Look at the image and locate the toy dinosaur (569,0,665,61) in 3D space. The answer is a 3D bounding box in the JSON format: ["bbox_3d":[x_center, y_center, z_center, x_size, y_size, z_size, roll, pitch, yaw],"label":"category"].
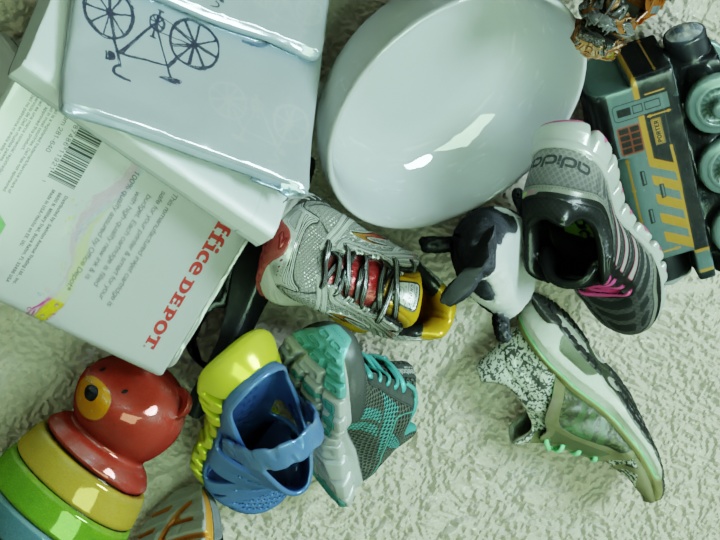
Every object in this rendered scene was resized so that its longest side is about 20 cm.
[{"bbox_3d":[0.193,-0.229,1.677,0.101,0.201,0.136,11,144,-2],"label":"toy dinosaur"}]

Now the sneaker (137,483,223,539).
[{"bbox_3d":[-0.113,0.249,1.767,0.078,0.202,0.077,-21,151,38],"label":"sneaker"}]

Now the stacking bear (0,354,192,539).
[{"bbox_3d":[-0.195,0.143,1.709,0.200,0.121,0.114,-52,139,7],"label":"stacking bear"}]

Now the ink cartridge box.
[{"bbox_3d":[-0.183,-0.042,1.643,0.199,0.084,0.145,27,101,-29],"label":"ink cartridge box"}]

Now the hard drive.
[{"bbox_3d":[-0.120,-0.122,1.606,0.199,0.133,0.027,35,142,-25],"label":"hard drive"}]

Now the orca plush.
[{"bbox_3d":[0.072,-0.001,1.728,0.071,0.200,0.106,5,102,13],"label":"orca plush"}]

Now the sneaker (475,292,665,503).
[{"bbox_3d":[0.153,0.107,1.861,0.088,0.077,0.200,-33,117,11],"label":"sneaker"}]

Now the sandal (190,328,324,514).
[{"bbox_3d":[-0.066,0.124,1.727,0.079,0.087,0.200,-36,158,-16],"label":"sandal"}]

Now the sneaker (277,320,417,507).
[{"bbox_3d":[-0.002,0.083,1.757,0.091,0.078,0.200,-34,155,-16],"label":"sneaker"}]

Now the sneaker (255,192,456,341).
[{"bbox_3d":[0.000,0.000,1.692,0.200,0.082,0.078,21,85,-57],"label":"sneaker"}]

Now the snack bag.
[{"bbox_3d":[-0.101,-0.161,1.590,0.188,0.021,0.202,19,66,-29],"label":"snack bag"}]

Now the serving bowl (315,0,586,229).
[{"bbox_3d":[0.051,-0.125,1.692,0.199,0.066,0.201,-22,141,-19],"label":"serving bowl"}]

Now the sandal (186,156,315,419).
[{"bbox_3d":[-0.086,0.005,1.720,0.048,0.075,0.202,24,106,9],"label":"sandal"}]

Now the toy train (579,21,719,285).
[{"bbox_3d":[0.223,-0.079,1.792,0.113,0.085,0.201,-16,122,1],"label":"toy train"}]

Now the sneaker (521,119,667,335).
[{"bbox_3d":[0.155,-0.010,1.747,0.088,0.073,0.200,-65,146,-32],"label":"sneaker"}]
